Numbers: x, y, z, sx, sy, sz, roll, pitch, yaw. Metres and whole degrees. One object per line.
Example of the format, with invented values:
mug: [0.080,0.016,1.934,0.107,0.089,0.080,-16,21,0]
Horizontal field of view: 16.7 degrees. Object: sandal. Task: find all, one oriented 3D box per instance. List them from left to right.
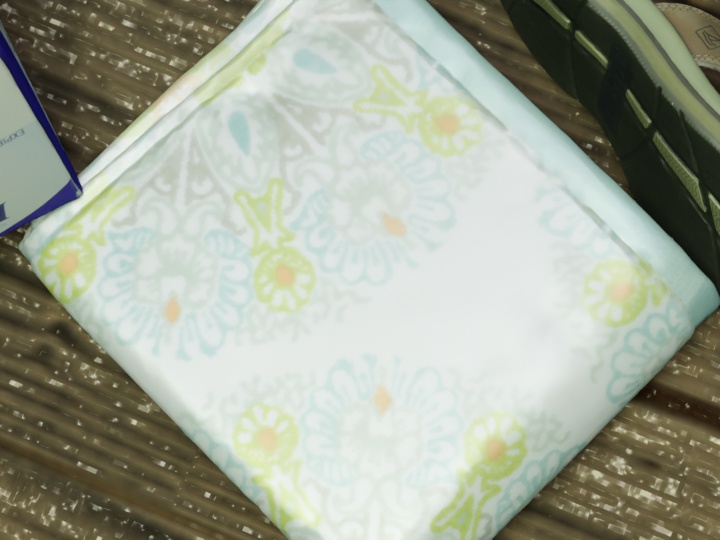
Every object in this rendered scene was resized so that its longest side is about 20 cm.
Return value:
sandal: [0.117,-0.063,0.865,0.057,0.080,0.202,-28,74,-20]

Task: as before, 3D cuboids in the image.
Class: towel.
towel: [0.000,0.000,0.866,0.171,0.048,0.200,-44,77,-6]

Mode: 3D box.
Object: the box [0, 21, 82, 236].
box: [-0.224,-0.083,0.846,0.183,0.105,0.201,-27,62,-5]
